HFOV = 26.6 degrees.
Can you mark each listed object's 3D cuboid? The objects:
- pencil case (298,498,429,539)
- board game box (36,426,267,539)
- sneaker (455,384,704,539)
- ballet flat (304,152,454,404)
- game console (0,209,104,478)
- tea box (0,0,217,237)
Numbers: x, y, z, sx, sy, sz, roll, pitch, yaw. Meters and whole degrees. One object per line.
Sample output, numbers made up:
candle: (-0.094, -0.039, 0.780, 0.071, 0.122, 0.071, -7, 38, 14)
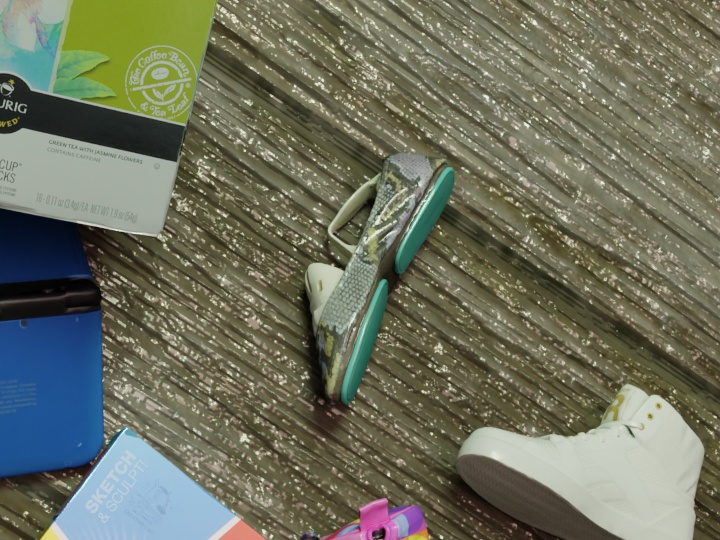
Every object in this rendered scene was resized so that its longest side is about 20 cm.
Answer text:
pencil case: (0.028, 0.250, 0.981, 0.088, 0.088, 0.202, -15, 81, -25)
board game box: (-0.150, 0.223, 0.940, 0.153, 0.040, 0.201, 39, 64, -7)
sneaker: (0.160, 0.128, 1.084, 0.199, 0.073, 0.117, 28, 63, -23)
ballet flat: (0.000, 0.000, 1.065, 0.072, 0.072, 0.202, 31, 65, -11)
game console: (-0.271, 0.036, 0.961, 0.198, 0.118, 0.173, -5, 107, -23)
tea box: (-0.173, -0.148, 0.919, 0.132, 0.200, 0.199, 10, 102, -19)
